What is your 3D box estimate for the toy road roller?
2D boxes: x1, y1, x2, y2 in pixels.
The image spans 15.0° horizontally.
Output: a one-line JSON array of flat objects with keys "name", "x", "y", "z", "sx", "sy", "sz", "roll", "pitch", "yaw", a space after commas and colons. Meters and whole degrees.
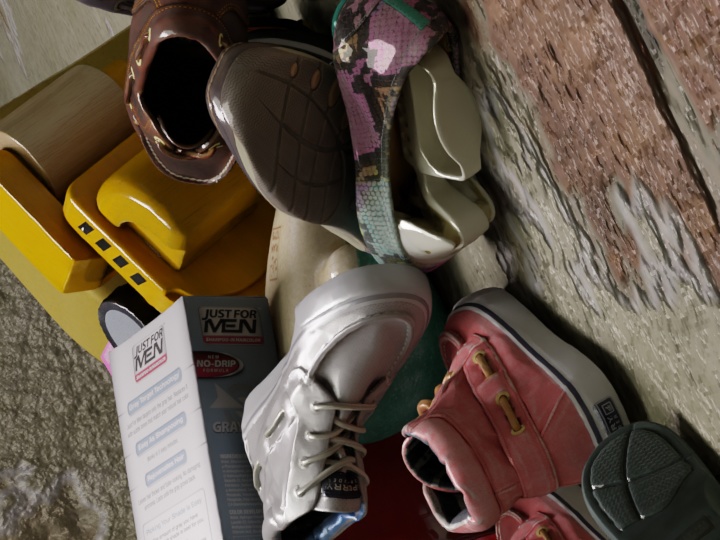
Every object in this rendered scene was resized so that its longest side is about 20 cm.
[{"name": "toy road roller", "x": -0.129, "y": -0.052, "z": 1.649, "sx": 0.200, "sy": 0.123, "sz": 0.146, "roll": 44, "pitch": 151, "yaw": 10}]

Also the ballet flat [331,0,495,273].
[{"name": "ballet flat", "x": 0.032, "y": -0.055, "z": 1.342, "sx": 0.071, "sy": 0.069, "sz": 0.201, "roll": 35, "pitch": 152, "yaw": 35}]

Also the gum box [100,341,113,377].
[{"name": "gum box", "x": -0.063, "y": 0.080, "z": 1.760, "sx": 0.199, "sy": 0.066, "sz": 0.114, "roll": 19, "pitch": -161, "yaw": -32}]

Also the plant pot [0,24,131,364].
[{"name": "plant pot", "x": -0.136, "y": -0.033, "z": 1.876, "sx": 0.200, "sy": 0.195, "sz": 0.194, "roll": 53, "pitch": 167, "yaw": 13}]

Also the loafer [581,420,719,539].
[{"name": "loafer", "x": 0.161, "y": 0.144, "z": 1.184, "sx": 0.063, "sy": 0.072, "sz": 0.200, "roll": 48, "pitch": -171, "yaw": -40}]

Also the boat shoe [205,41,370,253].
[{"name": "boat shoe", "x": -0.034, "y": -0.063, "z": 1.377, "sx": 0.073, "sy": 0.075, "sz": 0.200, "roll": 24, "pitch": 171, "yaw": 30}]

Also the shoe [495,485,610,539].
[{"name": "shoe", "x": 0.088, "y": 0.162, "z": 1.437, "sx": 0.200, "sy": 0.091, "sz": 0.072, "roll": -151, "pitch": 48, "yaw": -70}]

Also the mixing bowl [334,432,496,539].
[{"name": "mixing bowl", "x": -0.016, "y": 0.151, "z": 1.660, "sx": 0.200, "sy": 0.199, "sz": 0.109, "roll": 105, "pitch": 142, "yaw": -73}]

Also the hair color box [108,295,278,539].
[{"name": "hair color box", "x": -0.083, "y": 0.124, "z": 1.553, "sx": 0.099, "sy": 0.060, "sz": 0.201, "roll": -34, "pitch": 61, "yaw": 51}]

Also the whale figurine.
[{"name": "whale figurine", "x": 0.000, "y": 0.000, "z": 1.578, "sx": 0.159, "sy": 0.103, "sz": 0.201, "roll": 160, "pitch": 109, "yaw": -79}]

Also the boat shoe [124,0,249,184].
[{"name": "boat shoe", "x": -0.091, "y": -0.095, "z": 1.421, "sx": 0.200, "sy": 0.070, "sz": 0.071, "roll": 90, "pitch": -178, "yaw": -61}]

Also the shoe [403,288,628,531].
[{"name": "shoe", "x": 0.057, "y": 0.069, "z": 1.363, "sx": 0.072, "sy": 0.091, "sz": 0.200, "roll": 68, "pitch": 169, "yaw": -18}]

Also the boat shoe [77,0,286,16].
[{"name": "boat shoe", "x": -0.099, "y": -0.164, "z": 1.490, "sx": 0.072, "sy": 0.065, "sz": 0.200, "roll": 47, "pitch": -163, "yaw": 15}]

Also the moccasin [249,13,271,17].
[{"name": "moccasin", "x": -0.078, "y": -0.118, "z": 1.706, "sx": 0.078, "sy": 0.074, "sz": 0.202, "roll": 25, "pitch": 149, "yaw": 59}]

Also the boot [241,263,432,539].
[{"name": "boot", "x": -0.008, "y": 0.080, "z": 1.427, "sx": 0.200, "sy": 0.073, "sz": 0.096, "roll": 121, "pitch": 144, "yaw": -56}]

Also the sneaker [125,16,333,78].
[{"name": "sneaker", "x": -0.041, "y": -0.115, "z": 1.524, "sx": 0.200, "sy": 0.090, "sz": 0.070, "roll": 1, "pitch": 124, "yaw": 47}]
